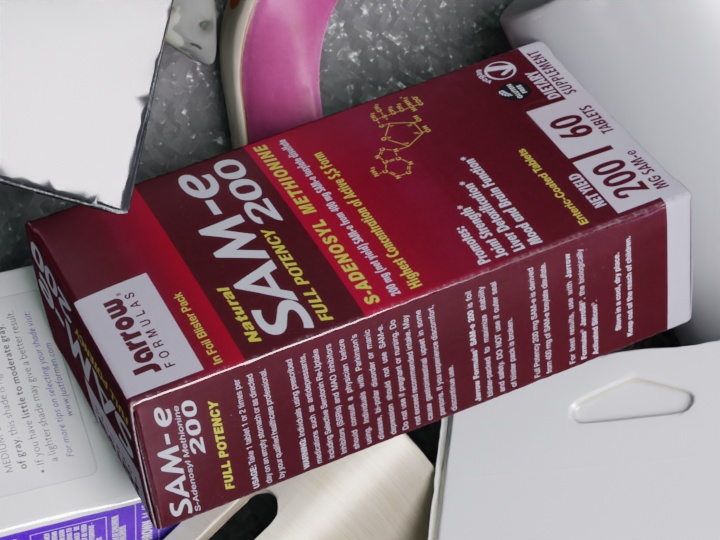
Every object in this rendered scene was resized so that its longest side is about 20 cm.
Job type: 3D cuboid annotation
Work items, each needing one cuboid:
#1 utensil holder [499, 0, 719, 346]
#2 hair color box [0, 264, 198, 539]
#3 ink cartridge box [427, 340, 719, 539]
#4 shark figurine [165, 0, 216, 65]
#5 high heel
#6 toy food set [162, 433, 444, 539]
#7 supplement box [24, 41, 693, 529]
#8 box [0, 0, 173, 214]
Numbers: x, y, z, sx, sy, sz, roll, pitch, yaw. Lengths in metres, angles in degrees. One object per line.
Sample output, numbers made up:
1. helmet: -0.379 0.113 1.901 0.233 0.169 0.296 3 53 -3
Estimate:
1. utensil holder: 0.169 -0.052 0.827 0.170 0.170 0.200 -34 98 -11
2. hair color box: -0.167 0.070 0.765 0.200 0.065 0.109 -12 56 -16
3. ink cartridge box: 0.131 0.113 0.784 0.200 0.145 0.084 49 41 -47
4. shark figurine: -0.066 -0.150 0.706 0.089 0.214 0.128 -40 91 -11
5. high heel: -0.011 -0.062 0.822 0.096 0.067 0.200 19 90 -12
6. toy food set: -0.012 0.147 0.808 0.144 0.060 0.200 -44 133 -9
7. supplement box: 0.000 0.000 0.735 0.200 0.109 0.061 -21 132 -15
8. box: -0.151 -0.074 0.714 0.141 0.200 0.079 11 91 -16
